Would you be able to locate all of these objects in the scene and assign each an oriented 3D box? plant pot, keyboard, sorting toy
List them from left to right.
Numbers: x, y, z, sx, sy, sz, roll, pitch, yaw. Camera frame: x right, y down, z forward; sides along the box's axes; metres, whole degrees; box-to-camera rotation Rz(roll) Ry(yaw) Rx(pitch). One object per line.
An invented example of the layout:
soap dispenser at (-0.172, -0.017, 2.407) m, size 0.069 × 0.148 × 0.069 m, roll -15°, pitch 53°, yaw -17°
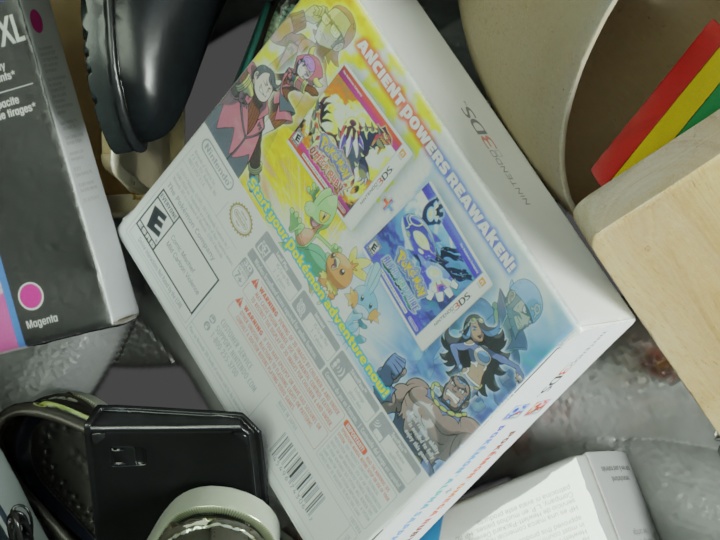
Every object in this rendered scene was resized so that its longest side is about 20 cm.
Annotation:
keyboard at (-0.101, 0.139, 1.240) m, size 0.127 × 0.021 × 0.200 m, roll 0°, pitch 126°, yaw 2°
plant pot at (0.118, -0.131, 1.182) m, size 0.134 × 0.200 × 0.200 m, roll 43°, pitch 101°, yaw 33°
sorting toy at (0.191, -0.046, 1.136) m, size 0.199 × 0.200 × 0.070 m, roll -33°, pitch 56°, yaw 5°

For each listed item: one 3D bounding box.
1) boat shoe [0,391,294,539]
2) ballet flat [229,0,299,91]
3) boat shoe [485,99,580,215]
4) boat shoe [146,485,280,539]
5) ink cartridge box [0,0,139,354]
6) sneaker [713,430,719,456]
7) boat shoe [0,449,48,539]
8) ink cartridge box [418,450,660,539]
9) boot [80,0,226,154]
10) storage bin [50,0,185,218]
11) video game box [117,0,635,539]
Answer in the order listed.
boat shoe at (-0.092, 0.130, 1.298) m, size 0.201 × 0.061 × 0.072 m, roll 37°, pitch 99°, yaw 17°
ballet flat at (-0.015, -0.126, 1.289) m, size 0.074 × 0.074 × 0.200 m, roll 20°, pitch 95°, yaw 18°
boat shoe at (0.014, -0.022, 1.264) m, size 0.199 × 0.068 × 0.074 m, roll -26°, pitch 80°, yaw 16°
boat shoe at (-0.088, 0.184, 1.224) m, size 0.072 × 0.060 × 0.202 m, roll 17°, pitch 126°, yaw -10°
ink cartridge box at (-0.173, -0.061, 1.249) m, size 0.095 × 0.037 × 0.200 m, roll -15°, pitch 91°, yaw 20°
sneaker at (0.185, 0.160, 1.205) m, size 0.082 × 0.075 × 0.200 m, roll 0°, pitch 77°, yaw 26°
boat shoe at (-0.199, 0.129, 1.277) m, size 0.091 × 0.071 × 0.200 m, roll -39°, pitch 109°, yaw -27°
ink cartridge box at (0.079, 0.197, 1.224) m, size 0.146 × 0.086 × 0.200 m, roll -23°, pitch 81°, yaw 17°
boot at (-0.035, -0.153, 1.210) m, size 0.168 × 0.076 × 0.200 m, roll -1°, pitch 81°, yaw 6°
storage bin at (-0.192, -0.124, 1.326) m, size 0.200 × 0.094 × 0.199 m, roll -2°, pitch 87°, yaw 18°
video game box at (0.000, 0.000, 1.179) m, size 0.182 × 0.047 × 0.200 m, roll -49°, pitch 63°, yaw 36°
